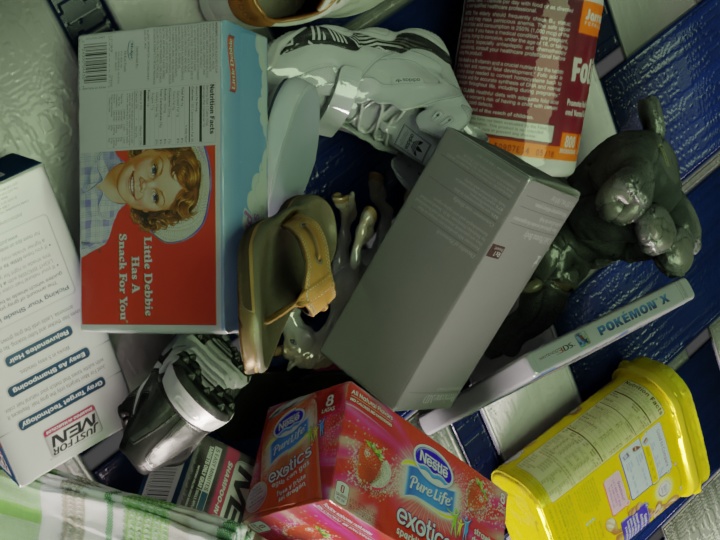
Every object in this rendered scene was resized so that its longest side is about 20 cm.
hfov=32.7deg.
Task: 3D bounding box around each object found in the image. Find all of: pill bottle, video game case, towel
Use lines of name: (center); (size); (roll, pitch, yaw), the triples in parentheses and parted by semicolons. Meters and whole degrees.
pill bottle: (0.137, -0.184, 1.007); (0.113, 0.114, 0.202); (2, 101, -35)
video game case: (0.164, 0.076, 1.054); (0.181, 0.200, 0.022); (-22, 80, -29)
towel: (-0.179, 0.225, 0.852); (0.031, 0.198, 0.151); (-5, 106, -72)

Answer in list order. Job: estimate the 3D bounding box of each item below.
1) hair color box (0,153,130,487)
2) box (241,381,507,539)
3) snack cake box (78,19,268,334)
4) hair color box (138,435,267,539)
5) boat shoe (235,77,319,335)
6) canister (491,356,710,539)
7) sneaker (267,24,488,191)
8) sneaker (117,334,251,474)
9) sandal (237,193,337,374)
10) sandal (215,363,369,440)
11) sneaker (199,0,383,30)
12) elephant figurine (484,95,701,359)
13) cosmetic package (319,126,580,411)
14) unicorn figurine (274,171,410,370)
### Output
hair color box: (-0.234, 0.033, 0.835); (0.100, 0.060, 0.201); (-29, 116, -28)
box: (0.017, 0.182, 0.940); (0.200, 0.095, 0.100); (39, 46, -32)
snack cake box: (-0.124, -0.059, 0.823); (0.067, 0.114, 0.202); (2, 88, -68)
hair color box: (-0.082, 0.210, 0.961); (0.200, 0.060, 0.101); (34, 63, -36)
boat shoe: (-0.090, -0.053, 0.897); (0.075, 0.086, 0.203); (-44, 153, -57)
canister: (0.233, 0.198, 1.188); (0.199, 0.086, 0.149); (-32, 118, -23)
sneaker: (0.007, -0.122, 0.924); (0.199, 0.115, 0.075); (-11, 148, -35)
sneaker: (-0.129, 0.089, 0.865); (0.090, 0.200, 0.066); (-44, 97, 6)
sandal: (-0.038, -0.001, 0.810); (0.200, 0.054, 0.081); (-56, 143, -64)
sandal: (-0.028, 0.104, 1.006); (0.199, 0.045, 0.076); (-11, 107, -33)
sneaker: (-0.016, -0.219, 0.912); (0.199, 0.084, 0.073); (-28, 114, -28)
elephant figurine: (0.186, -0.034, 1.085); (0.142, 0.199, 0.155); (60, 38, -11)
cosmetic package: (0.067, 0.003, 0.925); (0.107, 0.090, 0.201); (5, 115, -59)
unicorn figurine: (0.000, 0.000, 0.980); (0.199, 0.074, 0.138); (-18, 122, -36)
